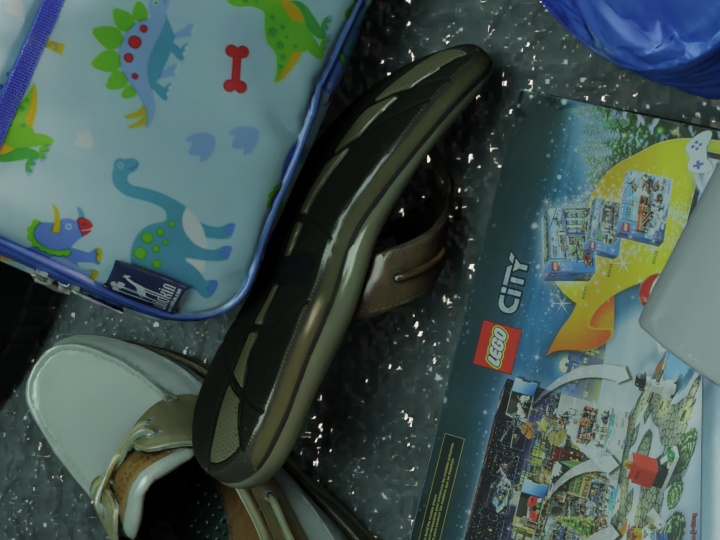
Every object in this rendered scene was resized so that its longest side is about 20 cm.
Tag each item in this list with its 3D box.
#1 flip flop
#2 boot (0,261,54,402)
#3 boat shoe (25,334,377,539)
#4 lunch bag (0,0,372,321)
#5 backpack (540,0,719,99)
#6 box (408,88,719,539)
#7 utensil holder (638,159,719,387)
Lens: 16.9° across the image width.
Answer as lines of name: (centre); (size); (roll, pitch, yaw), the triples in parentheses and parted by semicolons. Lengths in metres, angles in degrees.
flip flop: (0.000, 0.000, 0.961); (0.081, 0.057, 0.200); (1, 64, 64)
boot: (-0.182, -0.045, 1.079); (0.138, 0.077, 0.200); (45, 106, 33)
boat shoe: (-0.073, 0.086, 0.994); (0.200, 0.068, 0.075); (33, 101, 31)
lunch bag: (-0.092, -0.088, 0.968); (0.160, 0.082, 0.200); (25, 89, -10)
backpack: (0.099, -0.160, 0.866); (0.163, 0.168, 0.200); (-49, 66, 25)
box: (0.102, 0.042, 0.910); (0.136, 0.038, 0.201); (15, 92, 32)
utensil holder: (0.204, -0.031, 0.771); (0.170, 0.170, 0.200); (34, 98, 30)
